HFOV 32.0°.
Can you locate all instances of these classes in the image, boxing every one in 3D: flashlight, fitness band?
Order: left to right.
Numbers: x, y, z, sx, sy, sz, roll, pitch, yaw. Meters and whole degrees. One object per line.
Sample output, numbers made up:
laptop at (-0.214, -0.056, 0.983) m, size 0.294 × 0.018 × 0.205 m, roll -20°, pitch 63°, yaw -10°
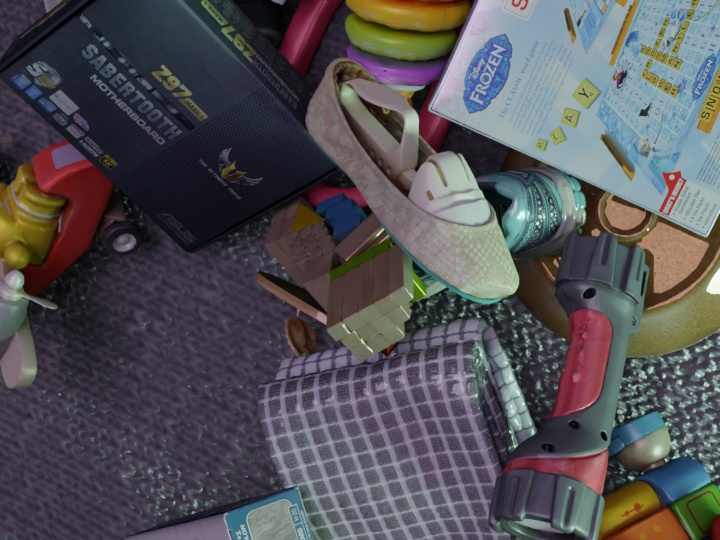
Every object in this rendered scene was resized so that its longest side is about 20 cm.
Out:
fitness band at (0.004, -0.141, 0.932) m, size 0.143 × 0.037 × 0.201 m, roll 27°, pitch 95°, yaw 20°
flashlight at (0.131, 0.071, 0.785) m, size 0.067 × 0.068 × 0.202 m, roll 5°, pitch 64°, yaw 21°

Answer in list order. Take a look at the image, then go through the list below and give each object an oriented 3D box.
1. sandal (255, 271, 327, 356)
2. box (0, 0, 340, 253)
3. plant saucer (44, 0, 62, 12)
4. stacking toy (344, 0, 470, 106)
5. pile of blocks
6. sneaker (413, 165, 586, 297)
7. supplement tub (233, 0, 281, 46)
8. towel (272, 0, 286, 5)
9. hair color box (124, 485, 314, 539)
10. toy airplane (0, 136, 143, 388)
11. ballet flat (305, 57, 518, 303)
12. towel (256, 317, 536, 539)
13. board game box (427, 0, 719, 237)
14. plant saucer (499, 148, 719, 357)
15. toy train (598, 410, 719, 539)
sandal at (0.002, 0.077, 0.901) m, size 0.210 × 0.078 × 0.070 m, roll 26°, pitch 95°, yaw 11°
box at (-0.128, -0.117, 0.874) m, size 0.157 × 0.051 × 0.200 m, roll -26°, pitch 123°, yaw 31°
plant saucer at (-0.185, -0.192, 0.925) m, size 0.200 × 0.050 × 0.201 m, roll 34°, pitch 139°, yaw 35°
stacking toy at (0.028, -0.164, 0.851) m, size 0.116 × 0.109 × 0.202 m, roll 27°, pitch 121°, yaw 34°
pile of blocks at (0.000, 0.000, 0.848) m, size 0.082 × 0.200 × 0.062 m, roll -41°, pitch 121°, yaw -1°
sneaker at (0.050, -0.029, 0.866) m, size 0.199 × 0.086 × 0.078 m, roll -21°, pitch 78°, yaw 36°
supplement tub at (-0.109, -0.262, 0.935) m, size 0.106 × 0.107 × 0.202 m, roll -13°, pitch 84°, yaw 17°
towel at (-0.063, -0.310, 0.883) m, size 0.171 × 0.048 × 0.201 m, roll 40°, pitch 67°, yaw -15°
hair color box at (-0.095, 0.217, 0.875) m, size 0.200 × 0.060 × 0.101 m, roll -28°, pitch 79°, yaw 58°
toy airplane at (-0.281, -0.016, 0.961) m, size 0.199 × 0.141 × 0.201 m, roll 5°, pitch 72°, yaw 40°
ballet flat at (0.030, -0.062, 0.787) m, size 0.200 × 0.067 × 0.063 m, roll 46°, pitch 135°, yaw 29°
towel at (0.037, 0.144, 0.844) m, size 0.164 × 0.086 × 0.201 m, roll -15°, pitch 107°, yaw 22°
board game box at (0.171, -0.153, 0.790) m, size 0.198 × 0.041 × 0.201 m, roll 25°, pitch 103°, yaw -2°
plant saucer at (0.185, -0.041, 0.866) m, size 0.198 × 0.035 × 0.202 m, roll -1°, pitch 87°, yaw 18°
toy train at (0.149, 0.170, 0.797) m, size 0.116 × 0.199 × 0.085 m, roll 61°, pitch 146°, yaw 18°
